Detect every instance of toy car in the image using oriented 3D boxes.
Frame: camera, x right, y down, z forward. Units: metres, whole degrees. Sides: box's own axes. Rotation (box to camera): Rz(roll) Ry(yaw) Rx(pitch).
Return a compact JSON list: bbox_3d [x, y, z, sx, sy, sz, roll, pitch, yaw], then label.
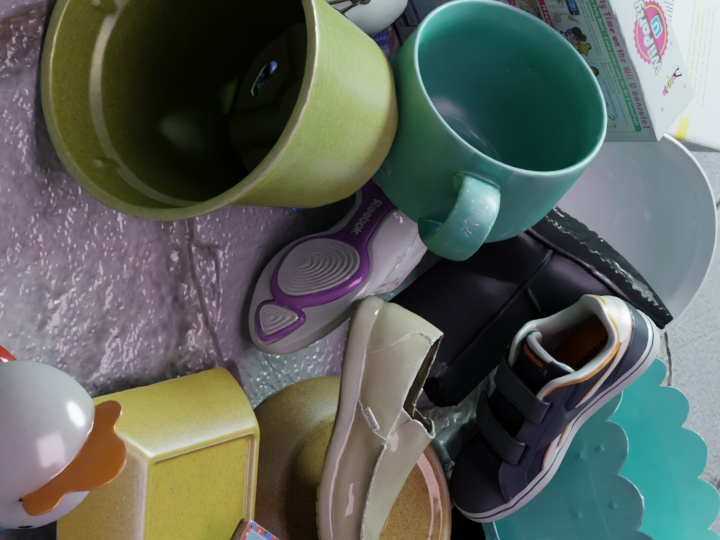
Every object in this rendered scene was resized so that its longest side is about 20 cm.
[{"bbox_3d":[-0.221,0.110,1.315,0.177,0.200,0.184,-54,130,-32],"label":"toy car"}]

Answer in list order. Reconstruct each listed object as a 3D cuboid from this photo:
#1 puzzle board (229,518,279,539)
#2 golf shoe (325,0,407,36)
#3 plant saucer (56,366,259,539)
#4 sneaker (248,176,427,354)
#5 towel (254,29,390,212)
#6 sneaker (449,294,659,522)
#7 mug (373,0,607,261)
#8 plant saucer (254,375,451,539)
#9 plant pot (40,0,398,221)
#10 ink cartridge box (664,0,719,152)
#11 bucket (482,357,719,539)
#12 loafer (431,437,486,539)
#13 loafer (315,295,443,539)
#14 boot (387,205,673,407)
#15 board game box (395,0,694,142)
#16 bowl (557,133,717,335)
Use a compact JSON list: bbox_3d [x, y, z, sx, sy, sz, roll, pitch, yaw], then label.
[{"bbox_3d":[-0.082,0.278,1.534,0.200,0.017,0.151,-62,144,-12],"label":"puzzle board"},{"bbox_3d":[-0.014,-0.203,1.588,0.200,0.094,0.078,11,81,-53],"label":"golf shoe"},{"bbox_3d":[-0.124,0.175,1.511,0.200,0.048,0.200,-12,107,-63],"label":"plant saucer"},{"bbox_3d":[0.000,0.000,1.665,0.200,0.075,0.100,-46,149,-25],"label":"sneaker"},{"bbox_3d":[-0.023,-0.152,1.664,0.145,0.024,0.200,-21,109,-48],"label":"towel"},{"bbox_3d":[0.125,0.094,1.692,0.200,0.078,0.079,-49,139,7],"label":"sneaker"},{"bbox_3d":[0.068,-0.089,1.598,0.185,0.114,0.152,-31,77,-41],"label":"mug"},{"bbox_3d":[-0.006,0.172,1.655,0.200,0.035,0.200,7,77,-34],"label":"plant saucer"},{"bbox_3d":[-0.072,-0.118,1.500,0.184,0.200,0.200,14,82,-61],"label":"plant pot"},{"bbox_3d":[0.236,-0.182,1.920,0.200,0.083,0.145,11,85,-50],"label":"ink cartridge box"},{"bbox_3d":[0.185,0.174,1.806,0.207,0.135,0.207,46,33,-43],"label":"bucket"},{"bbox_3d":[0.063,0.177,1.764,0.072,0.063,0.200,-55,131,-29],"label":"loafer"},{"bbox_3d":[0.015,0.119,1.589,0.076,0.068,0.200,13,84,-78],"label":"loafer"},{"bbox_3d":[0.118,0.036,1.746,0.200,0.076,0.168,33,107,-36],"label":"boot"},{"bbox_3d":[0.128,-0.171,1.703,0.064,0.200,0.148,-47,127,-36],"label":"board game box"},{"bbox_3d":[0.173,-0.034,1.825,0.201,0.090,0.201,-6,113,-15],"label":"bowl"}]
